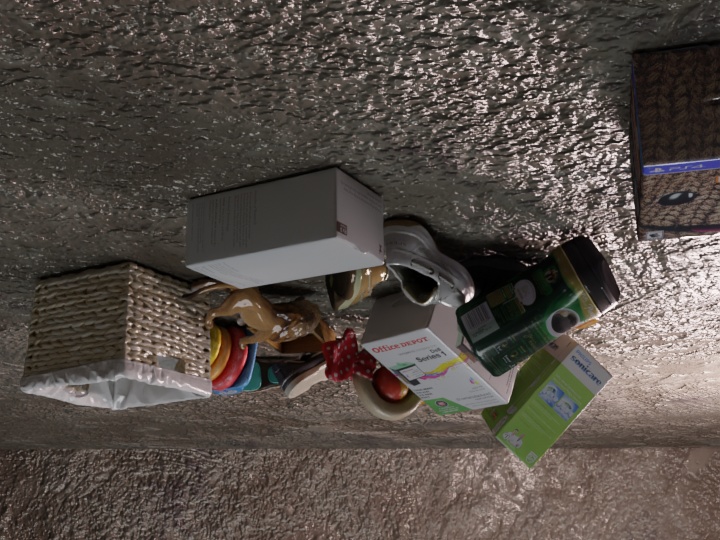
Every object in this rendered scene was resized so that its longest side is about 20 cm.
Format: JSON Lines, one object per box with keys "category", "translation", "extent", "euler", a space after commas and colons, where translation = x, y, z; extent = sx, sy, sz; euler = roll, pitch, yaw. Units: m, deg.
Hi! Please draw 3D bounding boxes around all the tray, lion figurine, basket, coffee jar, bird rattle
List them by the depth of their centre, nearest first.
{"category": "coffee jar", "translation": [0.224, 0.044, 1.268], "extent": [0.198, 0.086, 0.104], "euler": [-32, 138, 11]}
{"category": "basket", "translation": [-0.333, 0.097, 1.410], "extent": [0.197, 0.164, 0.197], "euler": [-9, 162, 29]}
{"category": "lion figurine", "translation": [-0.150, 0.055, 1.440], "extent": [0.121, 0.074, 0.199], "euler": [-18, 153, 26]}
{"category": "bird rattle", "translation": [0.037, 0.161, 1.636], "extent": [0.198, 0.165, 0.112], "euler": [-12, 161, -46]}
{"category": "tray", "translation": [-0.109, 0.096, 1.639], "extent": [0.096, 0.038, 0.200], "euler": [-4, 164, 11]}

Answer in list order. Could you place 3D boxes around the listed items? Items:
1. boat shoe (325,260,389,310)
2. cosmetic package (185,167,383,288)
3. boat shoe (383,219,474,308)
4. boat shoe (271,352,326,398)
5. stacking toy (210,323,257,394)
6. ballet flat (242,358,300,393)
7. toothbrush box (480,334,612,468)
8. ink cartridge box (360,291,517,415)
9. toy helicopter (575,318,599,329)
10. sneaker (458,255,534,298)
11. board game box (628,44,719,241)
{"category": "boat shoe", "translation": [0.000, 0.000, 1.291], "extent": [0.075, 0.073, 0.200], "euler": [-13, 173, -9]}
{"category": "cosmetic package", "translation": [-0.082, -0.042, 1.103], "extent": [0.196, 0.083, 0.112], "euler": [-10, 161, 25]}
{"category": "boat shoe", "translation": [0.079, 0.012, 1.242], "extent": [0.070, 0.071, 0.200], "euler": [-4, 152, 33]}
{"category": "boat shoe", "translation": [-0.078, 0.156, 1.751], "extent": [0.199, 0.063, 0.073], "euler": [-24, 153, -53]}
{"category": "stacking toy", "translation": [-0.269, 0.119, 1.627], "extent": [0.115, 0.112, 0.199], "euler": [-13, 149, 43]}
{"category": "ballet flat", "translation": [-0.188, 0.203, 1.944], "extent": [0.195, 0.070, 0.067], "euler": [3, 171, -5]}
{"category": "toothbrush box", "translation": [0.302, 0.207, 1.663], "extent": [0.086, 0.201, 0.146], "euler": [40, -178, -6]}
{"category": "ink cartridge box", "translation": [0.118, 0.121, 1.507], "extent": [0.143, 0.085, 0.200], "euler": [-18, 130, 44]}
{"category": "toy helicopter", "translation": [0.285, 0.102, 1.617], "extent": [0.196, 0.080, 0.133], "euler": [-15, 155, 4]}
{"category": "sneaker", "translation": [0.198, 0.029, 1.343], "extent": [0.195, 0.084, 0.073], "euler": [3, 166, -7]}
{"category": "board game box", "translation": [0.315, -0.107, 0.868], "extent": [0.156, 0.099, 0.200], "euler": [-5, 163, 14]}
